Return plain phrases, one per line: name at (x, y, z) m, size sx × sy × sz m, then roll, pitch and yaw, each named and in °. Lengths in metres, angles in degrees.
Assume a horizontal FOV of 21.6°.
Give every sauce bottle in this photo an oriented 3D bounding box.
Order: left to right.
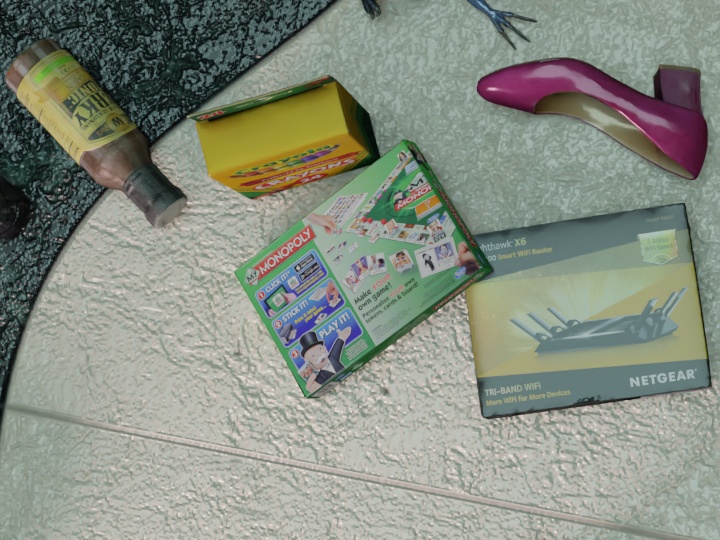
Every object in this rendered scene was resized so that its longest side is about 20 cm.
sauce bottle at (-0.235, -0.122, 1.700) m, size 0.065 × 0.065 × 0.200 m, roll -45°, pitch 81°, yaw 3°

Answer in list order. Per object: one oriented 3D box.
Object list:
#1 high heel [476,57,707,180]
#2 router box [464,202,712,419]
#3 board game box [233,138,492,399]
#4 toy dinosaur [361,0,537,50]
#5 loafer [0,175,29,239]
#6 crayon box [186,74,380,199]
high heel at (0.198, -0.128, 1.617) m, size 0.198 × 0.067 × 0.097 m, roll 0°, pitch 74°, yaw 7°
router box at (0.192, 0.036, 1.613) m, size 0.198 × 0.052 × 0.159 m, roll -9°, pitch 83°, yaw 9°
board game box at (0.000, 0.000, 1.635) m, size 0.199 × 0.029 × 0.135 m, roll -37°, pitch 72°, yaw 19°
toy dinosaur at (0.083, -0.290, 1.650) m, size 0.181 × 0.105 × 0.201 m, roll -29°, pitch 67°, yaw -14°
loafer at (-0.391, -0.099, 1.721) m, size 0.200 × 0.070 × 0.068 m, roll 34°, pitch 91°, yaw 11°
crayon box at (-0.062, -0.110, 1.597) m, size 0.126 × 0.200 × 0.051 m, roll -16°, pitch 82°, yaw 9°
